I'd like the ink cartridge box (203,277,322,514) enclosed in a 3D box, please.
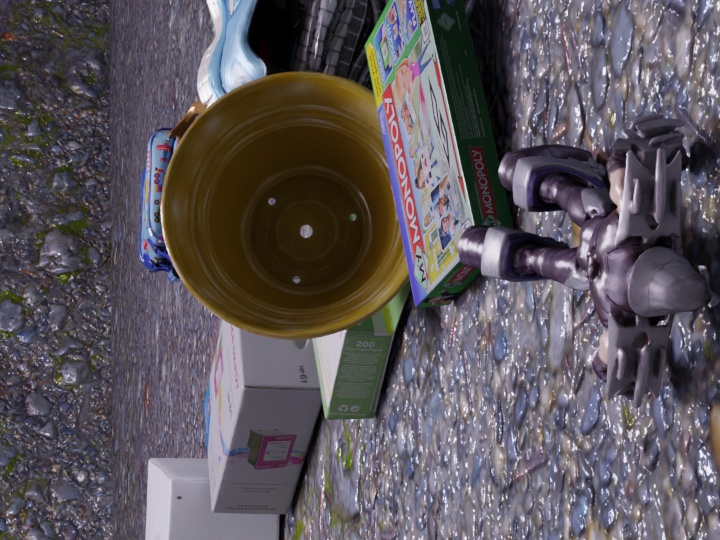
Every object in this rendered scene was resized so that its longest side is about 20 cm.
[{"bbox_3d":[-0.097,0.122,1.482,0.201,0.084,0.145,109,159,-43],"label":"ink cartridge box"}]

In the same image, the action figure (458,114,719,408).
[{"bbox_3d":[0.117,-0.013,0.720,0.200,0.069,0.131,-140,61,-68],"label":"action figure"}]

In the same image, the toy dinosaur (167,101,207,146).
[{"bbox_3d":[-0.110,-0.149,1.300,0.106,0.060,0.201,-34,46,30],"label":"toy dinosaur"}]

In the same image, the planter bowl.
[{"bbox_3d":[-0.043,-0.039,1.127,0.084,0.198,0.202,76,-168,-75],"label":"planter bowl"}]

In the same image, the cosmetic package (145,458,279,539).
[{"bbox_3d":[-0.164,0.312,1.627,0.200,0.122,0.201,179,93,-74],"label":"cosmetic package"}]

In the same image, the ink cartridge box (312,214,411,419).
[{"bbox_3d":[0.000,0.000,1.206,0.146,0.048,0.201,-101,18,-45],"label":"ink cartridge box"}]

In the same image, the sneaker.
[{"bbox_3d":[-0.073,-0.212,1.200,0.090,0.078,0.202,-27,56,45],"label":"sneaker"}]

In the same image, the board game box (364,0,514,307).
[{"bbox_3d":[0.049,-0.091,1.009,0.135,0.029,0.202,128,133,-65],"label":"board game box"}]

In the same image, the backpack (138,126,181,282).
[{"bbox_3d":[-0.200,-0.065,1.827,0.200,0.133,0.184,128,144,-70],"label":"backpack"}]

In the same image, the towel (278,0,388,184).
[{"bbox_3d":[-0.024,-0.172,1.244,0.166,0.085,0.202,-148,69,-72],"label":"towel"}]
